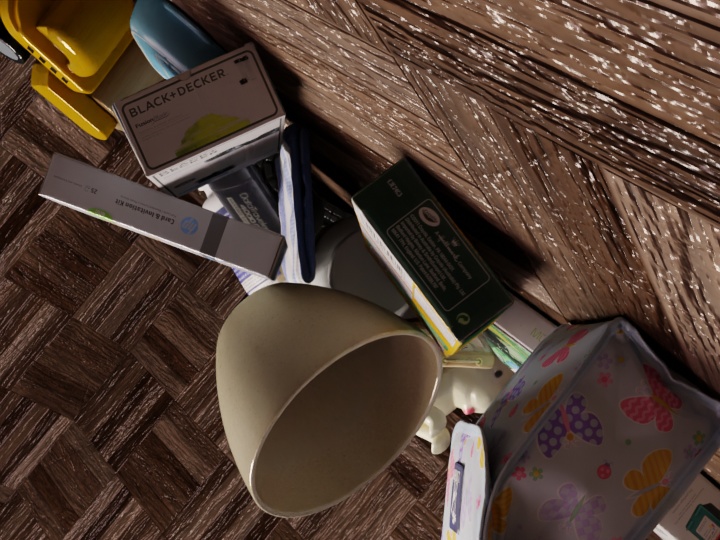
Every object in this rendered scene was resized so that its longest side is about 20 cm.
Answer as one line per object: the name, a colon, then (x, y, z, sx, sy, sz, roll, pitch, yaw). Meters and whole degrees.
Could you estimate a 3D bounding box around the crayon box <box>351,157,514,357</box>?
crayon box: (0.054, -0.001, 0.752, 0.126, 0.051, 0.200, 53, 177, 8)

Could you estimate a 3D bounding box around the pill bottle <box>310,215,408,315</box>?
pill bottle: (0.000, 0.000, 0.996, 0.113, 0.113, 0.200, 40, 176, -6)

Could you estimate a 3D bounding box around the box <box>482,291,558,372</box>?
box: (0.171, 0.084, 0.886, 0.144, 0.036, 0.200, 38, 174, 28)

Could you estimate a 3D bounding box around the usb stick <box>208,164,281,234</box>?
usb stick: (-0.120, -0.075, 1.034, 0.200, 0.055, 0.033, 60, -160, -54)

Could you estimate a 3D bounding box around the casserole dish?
casserole dish: (-0.160, -0.193, 0.909, 0.121, 0.039, 0.200, 40, 175, 0)

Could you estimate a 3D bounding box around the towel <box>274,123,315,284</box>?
towel: (-0.065, -0.058, 0.951, 0.024, 0.148, 0.200, -4, 179, -8)

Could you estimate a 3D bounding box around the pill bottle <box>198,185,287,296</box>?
pill bottle: (-0.129, -0.065, 1.218, 0.201, 0.119, 0.120, 58, 176, 0)

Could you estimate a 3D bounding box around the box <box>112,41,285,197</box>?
box: (-0.126, -0.115, 0.796, 0.200, 0.116, 0.061, 168, 77, -83)

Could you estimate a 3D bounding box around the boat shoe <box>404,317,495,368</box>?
boat shoe: (0.045, 0.087, 0.993, 0.074, 0.198, 0.070, -93, -5, -86)

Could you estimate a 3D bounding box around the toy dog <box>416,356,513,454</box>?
toy dog: (0.074, 0.113, 1.099, 0.198, 0.195, 0.140, -3, 141, 13)

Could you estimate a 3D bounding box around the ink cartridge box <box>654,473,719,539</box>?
ink cartridge box: (0.336, 0.252, 0.965, 0.200, 0.067, 0.116, 40, 177, -5)

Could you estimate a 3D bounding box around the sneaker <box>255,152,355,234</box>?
sneaker: (-0.066, -0.070, 1.155, 0.200, 0.076, 0.088, 40, -178, -2)

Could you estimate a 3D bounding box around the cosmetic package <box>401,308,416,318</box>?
cosmetic package: (0.054, 0.122, 1.204, 0.102, 0.200, 0.074, 40, 176, -4)

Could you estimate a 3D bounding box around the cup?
cup: (-0.049, 0.093, 0.854, 0.143, 0.200, 0.200, 42, 178, 36)

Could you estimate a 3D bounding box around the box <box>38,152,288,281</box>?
box: (-0.163, -0.042, 0.852, 0.198, 0.041, 0.156, 21, 177, -3)

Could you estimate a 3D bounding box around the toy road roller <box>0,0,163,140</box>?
toy road roller: (-0.271, -0.229, 0.979, 0.145, 0.123, 0.200, 18, 160, 48)

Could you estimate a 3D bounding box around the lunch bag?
lunch bag: (0.130, 0.136, 0.672, 0.127, 0.200, 0.170, 39, 177, 2)
